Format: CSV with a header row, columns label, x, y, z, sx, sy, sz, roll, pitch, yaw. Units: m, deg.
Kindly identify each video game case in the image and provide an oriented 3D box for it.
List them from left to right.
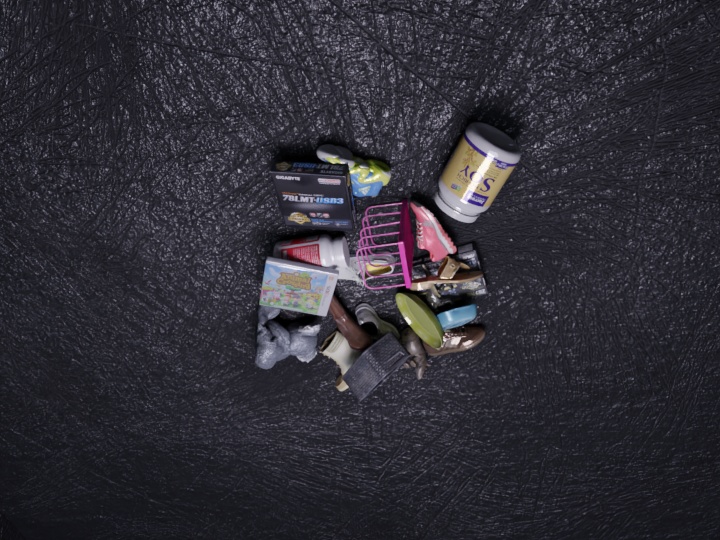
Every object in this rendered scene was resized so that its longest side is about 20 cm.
label,x,y,z,sx,sy,sz,roll,pitch,yaw
video game case,-0.172,0.048,1.464,0.196,0.022,0.184,11,135,-9

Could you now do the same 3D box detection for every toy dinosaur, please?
label,x,y,z,sx,sy,sz,roll,pitch,yaw
toy dinosaur,0.222,0.070,1.509,0.086,0.048,0.203,0,125,15

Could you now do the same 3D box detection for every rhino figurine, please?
label,x,y,z,sx,sy,sz,roll,pitch,yaw
rhino figurine,0.173,0.267,1.681,0.059,0.088,0.202,-2,126,42

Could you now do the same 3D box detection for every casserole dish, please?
label,x,y,z,sx,sy,sz,roll,pitch,yaw
casserole dish,0.270,0.141,1.545,0.119,0.040,0.200,-12,168,-10

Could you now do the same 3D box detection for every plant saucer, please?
label,x,y,z,sx,sy,sz,roll,pitch,yaw
plant saucer,0.179,0.140,1.556,0.031,0.199,0.202,-36,124,-15

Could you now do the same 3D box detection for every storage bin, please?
label,x,y,z,sx,sy,sz,roll,pitch,yaw
storage bin,0.045,0.286,1.582,0.094,0.134,0.201,48,139,14

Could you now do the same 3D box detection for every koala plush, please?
label,x,y,z,sx,sy,sz,roll,pitch,yaw
koala plush,-0.224,0.217,1.645,0.196,0.185,0.179,4,129,-14

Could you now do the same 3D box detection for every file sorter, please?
label,x,y,z,sx,sy,sz,roll,pitch,yaw
file sorter,0.067,-0.067,1.383,0.123,0.202,0.141,-6,127,12

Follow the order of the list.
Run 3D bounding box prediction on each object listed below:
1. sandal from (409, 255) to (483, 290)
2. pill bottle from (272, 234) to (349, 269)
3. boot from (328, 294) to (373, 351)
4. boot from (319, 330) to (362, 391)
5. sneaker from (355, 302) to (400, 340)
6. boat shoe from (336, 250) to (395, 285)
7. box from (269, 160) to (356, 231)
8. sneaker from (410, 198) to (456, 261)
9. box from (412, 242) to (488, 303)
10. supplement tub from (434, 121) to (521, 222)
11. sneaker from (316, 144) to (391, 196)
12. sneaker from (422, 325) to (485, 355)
label,x,y,z,sx,sy,sz,roll,pitch,yaw
sandal,0.229,-0.002,1.433,0.208,0.078,0.071,-11,102,-4
pill bottle,-0.133,-0.037,1.473,0.196,0.113,0.114,-8,126,11
boot,-0.057,0.132,1.565,0.064,0.186,0.202,-39,123,-16
boot,-0.068,0.294,1.737,0.153,0.073,0.201,27,117,-17
sneaker,0.051,0.193,1.646,0.074,0.083,0.200,-35,117,27
boat shoe,0.002,0.004,1.508,0.198,0.087,0.076,-8,126,10
box,-0.115,-0.186,1.356,0.196,0.050,0.200,6,145,10
sneaker,0.178,-0.100,1.413,0.086,0.074,0.201,-36,118,8
box,0.251,0.019,1.523,0.197,0.049,0.163,-16,122,16
supplement tub,0.275,-0.233,1.275,0.143,0.147,0.202,20,125,-10
sneaker,-0.026,-0.239,1.338,0.197,0.076,0.106,18,127,-10
sneaker,0.285,0.207,1.646,0.197,0.071,0.076,-23,121,19
